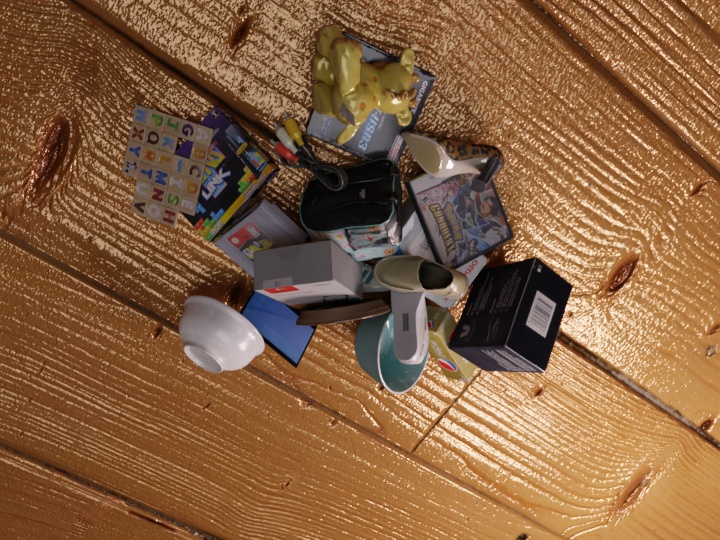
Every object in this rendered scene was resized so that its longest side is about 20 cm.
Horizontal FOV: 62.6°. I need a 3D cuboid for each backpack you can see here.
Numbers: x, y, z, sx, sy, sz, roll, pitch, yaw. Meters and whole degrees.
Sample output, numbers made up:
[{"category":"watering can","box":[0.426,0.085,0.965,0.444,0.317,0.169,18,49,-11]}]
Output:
[{"category":"backpack","box":[-0.015,-0.113,1.167,0.196,0.178,0.154,-5,146,9]}]

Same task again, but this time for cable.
[{"category":"cable","box":[-0.107,-0.208,1.131,0.050,0.201,0.098,-12,145,-46]}]

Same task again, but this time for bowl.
[{"category":"bowl","box":[-0.309,0.152,1.249,0.198,0.091,0.203,19,145,14]},{"category":"bowl","box":[0.060,0.161,1.306,0.104,0.200,0.204,6,123,39]}]

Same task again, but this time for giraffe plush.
[{"category":"giraffe plush","box":[0.018,-0.328,1.039,0.160,0.202,0.174,-14,150,-23]}]

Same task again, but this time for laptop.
[{"category":"laptop","box":[-0.133,0.070,1.277,0.200,0.104,0.177,-42,112,13]}]

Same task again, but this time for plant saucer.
[{"category":"plant saucer","box":[-0.036,0.082,1.207,0.196,0.200,0.030,-9,92,-1]}]

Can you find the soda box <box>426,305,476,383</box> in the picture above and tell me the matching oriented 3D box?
[{"category":"soda box","box":[0.195,0.168,1.334,0.064,0.067,0.201,-56,131,-27]}]

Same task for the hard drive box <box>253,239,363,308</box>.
[{"category":"hard drive box","box":[-0.094,0.012,1.134,0.153,0.200,0.078,-8,75,15]}]

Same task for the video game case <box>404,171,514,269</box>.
[{"category":"video game case","box":[0.204,-0.122,1.201,0.179,0.025,0.203,-26,99,-17]}]

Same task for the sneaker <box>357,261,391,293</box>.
[{"category":"sneaker","box":[-0.001,0.000,1.276,0.196,0.070,0.095,-2,96,-13]}]

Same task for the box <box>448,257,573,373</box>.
[{"category":"box","box":[0.310,0.098,1.236,0.117,0.199,0.199,32,70,-18]}]

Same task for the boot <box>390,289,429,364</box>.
[{"category":"boot","box":[0.106,0.094,1.229,0.072,0.095,0.204,2,79,20]}]

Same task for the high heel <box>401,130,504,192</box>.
[{"category":"high heel","box":[0.184,-0.239,1.167,0.198,0.143,0.072,33,137,8]}]

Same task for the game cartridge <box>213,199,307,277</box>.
[{"category":"game cartridge","box":[-0.200,-0.056,1.198,0.133,0.041,0.199,39,139,-22]}]

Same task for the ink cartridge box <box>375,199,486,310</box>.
[{"category":"ink cartridge box","box":[0.148,-0.032,1.266,0.198,0.085,0.145,31,109,-15]}]

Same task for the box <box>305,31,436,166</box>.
[{"category":"box","box":[0.017,-0.323,1.145,0.196,0.050,0.202,21,111,-13]}]

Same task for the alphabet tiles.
[{"category":"alphabet tiles","box":[-0.378,-0.195,1.134,0.165,0.008,0.203,18,101,8]}]

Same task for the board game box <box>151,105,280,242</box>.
[{"category":"board game box","box":[-0.279,-0.184,1.148,0.165,0.057,0.200,45,104,-1]}]

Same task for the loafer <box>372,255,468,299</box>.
[{"category":"loafer","box":[0.113,0.005,1.160,0.197,0.068,0.077,8,74,22]}]
